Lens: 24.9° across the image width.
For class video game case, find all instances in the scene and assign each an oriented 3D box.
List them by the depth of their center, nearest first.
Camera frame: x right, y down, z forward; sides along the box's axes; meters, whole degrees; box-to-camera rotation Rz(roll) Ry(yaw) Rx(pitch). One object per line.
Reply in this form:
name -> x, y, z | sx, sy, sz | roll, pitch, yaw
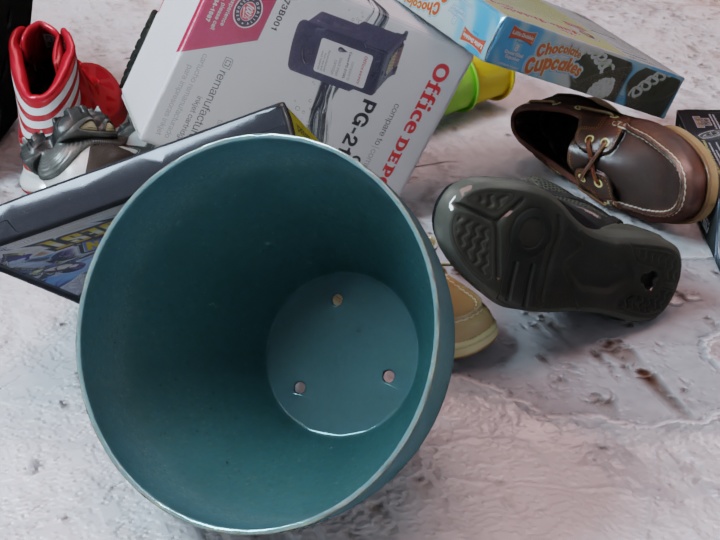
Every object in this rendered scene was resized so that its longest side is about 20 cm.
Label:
video game case -> -0.110, -0.033, 0.965 | 0.199, 0.026, 0.181 | -19, -13, 9

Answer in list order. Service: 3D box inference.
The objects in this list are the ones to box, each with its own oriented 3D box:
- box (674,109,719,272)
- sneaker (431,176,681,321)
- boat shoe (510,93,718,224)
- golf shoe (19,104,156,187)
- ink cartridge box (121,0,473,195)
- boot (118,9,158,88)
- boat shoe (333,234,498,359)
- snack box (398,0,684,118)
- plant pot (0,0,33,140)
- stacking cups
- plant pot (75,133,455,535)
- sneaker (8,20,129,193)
box -> 0.320, -0.058, 1.169 | 0.159, 0.044, 0.200 | -1, 29, -2
sneaker -> 0.101, -0.020, 1.028 | 0.199, 0.077, 0.114 | 10, 9, -41
boat shoe -> 0.178, -0.081, 1.182 | 0.070, 0.071, 0.200 | 0, 17, -26
golf shoe -> -0.159, -0.064, 1.161 | 0.095, 0.078, 0.200 | 58, 27, 8
ink cartridge box -> -0.043, -0.136, 1.130 | 0.199, 0.145, 0.084 | 18, 22, -27
boot -> -0.118, -0.145, 1.279 | 0.130, 0.068, 0.200 | 24, 7, -12
boat shoe -> 0.000, 0.000, 1.041 | 0.199, 0.063, 0.073 | 21, 34, 32
snack box -> 0.127, -0.166, 1.158 | 0.199, 0.037, 0.116 | 10, 23, -42
plant pot -> -0.353, -0.172, 1.232 | 0.176, 0.201, 0.200 | 13, 29, 1
stacking cups -> 0.031, -0.141, 1.297 | 0.199, 0.061, 0.060 | -21, 35, -33
plant pot -> -0.033, 0.039, 0.874 | 0.199, 0.201, 0.135 | 13, -3, 21
sneaker -> -0.220, -0.147, 1.249 | 0.078, 0.116, 0.200 | -1, 29, -3
